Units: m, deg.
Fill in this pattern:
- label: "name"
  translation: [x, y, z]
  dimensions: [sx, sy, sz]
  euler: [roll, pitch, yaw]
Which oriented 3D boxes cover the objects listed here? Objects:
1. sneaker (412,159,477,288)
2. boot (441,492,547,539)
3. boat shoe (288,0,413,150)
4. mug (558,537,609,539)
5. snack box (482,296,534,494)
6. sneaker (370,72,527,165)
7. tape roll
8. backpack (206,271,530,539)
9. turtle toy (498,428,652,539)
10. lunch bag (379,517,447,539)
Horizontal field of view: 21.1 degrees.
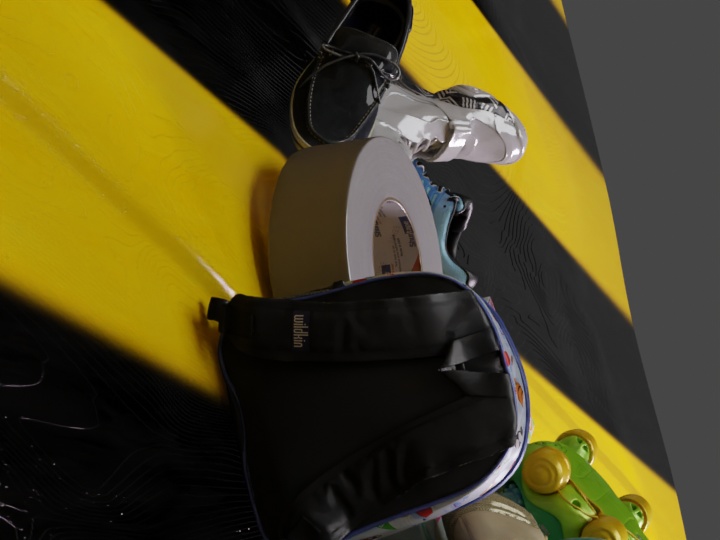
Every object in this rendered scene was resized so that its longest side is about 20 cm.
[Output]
- label: "sneaker"
  translation: [0.058, -0.060, 1.734]
  dimensions: [0.078, 0.090, 0.200]
  euler: [24, 50, -69]
- label: "boot"
  translation: [0.139, 0.249, 1.381]
  dimensions: [0.200, 0.073, 0.155]
  euler: [41, 8, -23]
- label: "boat shoe"
  translation: [-0.005, -0.168, 1.592]
  dimensions: [0.200, 0.075, 0.062]
  euler: [-65, -178, -37]
- label: "mug"
  translation: [0.179, 0.317, 1.575]
  dimensions: [0.152, 0.185, 0.115]
  euler: [24, 45, -9]
- label: "snack box"
  translation: [0.106, 0.126, 1.786]
  dimensions: [0.200, 0.053, 0.142]
  euler: [-58, 131, -67]
- label: "sneaker"
  translation: [0.048, -0.108, 1.663]
  dimensions: [0.200, 0.075, 0.115]
  euler: [20, 53, -16]
- label: "tape roll"
  translation: [0.000, 0.000, 1.485]
  dimensions: [0.200, 0.066, 0.201]
  euler: [-7, 90, -67]
- label: "backpack"
  translation: [0.018, 0.092, 1.299]
  dimensions: [0.154, 0.190, 0.200]
  euler: [7, 68, -72]
- label: "turtle toy"
  translation: [0.190, 0.231, 1.677]
  dimensions: [0.200, 0.101, 0.146]
  euler: [51, 18, 10]
- label: "lunch bag"
  translation: [0.053, 0.224, 1.489]
  dimensions: [0.200, 0.077, 0.161]
  euler: [-18, 93, -73]
